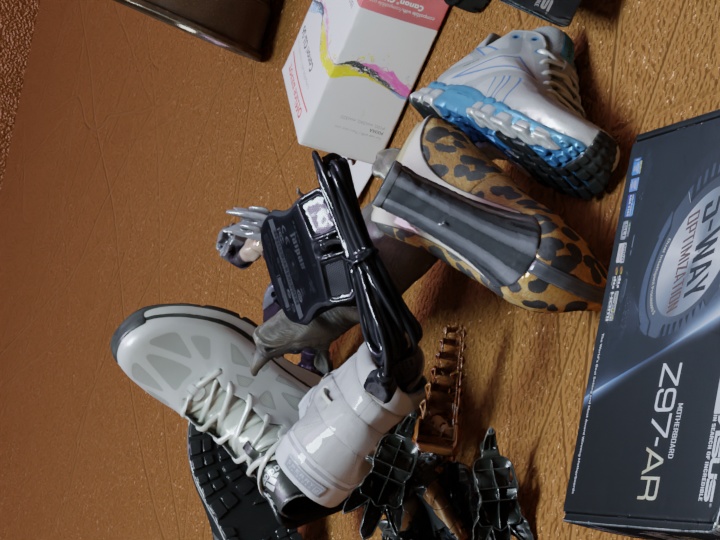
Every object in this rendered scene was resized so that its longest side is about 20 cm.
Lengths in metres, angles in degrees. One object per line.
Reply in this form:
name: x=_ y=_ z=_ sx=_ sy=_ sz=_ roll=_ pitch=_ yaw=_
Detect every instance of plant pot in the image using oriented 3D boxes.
plant pot: x=-0.145 y=-0.323 z=1.979 sx=0.199 sy=0.200 sz=0.200 roll=-67 pitch=19 yaw=3

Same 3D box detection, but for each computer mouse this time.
computer mouse: x=-0.004 y=0.012 z=1.256 sx=0.200 sy=0.046 sz=0.141 roll=135 pitch=117 yaw=-72

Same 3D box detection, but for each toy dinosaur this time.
toy dinosaur: x=0.034 y=0.135 z=1.243 sx=0.136 sy=0.102 sz=0.201 roll=110 pitch=148 yaw=-77

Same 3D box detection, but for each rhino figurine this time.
rhino figurine: x=0.000 y=0.000 z=1.377 sx=0.200 sy=0.087 sz=0.060 roll=-46 pitch=65 yaw=10

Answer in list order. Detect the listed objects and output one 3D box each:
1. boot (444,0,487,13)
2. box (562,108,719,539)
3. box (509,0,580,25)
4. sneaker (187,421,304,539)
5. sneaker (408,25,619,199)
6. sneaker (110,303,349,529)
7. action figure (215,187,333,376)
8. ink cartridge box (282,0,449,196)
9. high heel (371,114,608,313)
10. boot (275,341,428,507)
boot: x=0.011 y=-0.270 z=1.495 sx=0.211 sy=0.157 sz=0.080 roll=-102 pitch=31 yaw=-53
box: x=0.164 y=0.027 z=1.000 sx=0.160 sy=0.043 sz=0.201 roll=169 pitch=114 yaw=-71
box: x=0.110 y=-0.242 z=1.305 sx=0.161 sy=0.043 sz=0.200 roll=-65 pitch=19 yaw=7
sneaker: x=-0.086 y=0.178 z=1.521 sx=0.088 sy=0.075 sz=0.201 roll=124 pitch=135 yaw=-60
sneaker: x=0.101 y=-0.104 z=1.255 sx=0.087 sy=0.075 sz=0.200 roll=-49 pitch=29 yaw=-4
sneaker: x=-0.071 y=0.099 z=1.416 sx=0.076 sy=0.200 sz=0.116 roll=-51 pitch=30 yaw=21
action figure: x=-0.044 y=0.017 z=1.507 sx=0.069 sy=0.130 sz=0.201 roll=-52 pitch=-19 yaw=-46
ink cartridge box: x=-0.003 y=-0.163 z=1.602 sx=0.117 sy=0.067 sz=0.201 roll=-104 pitch=33 yaw=-55
high heel: x=0.080 y=-0.025 z=1.223 sx=0.072 sy=0.142 sz=0.200 roll=-62 pitch=0 yaw=12
boot: x=0.009 y=0.084 z=1.358 sx=0.096 sy=0.074 sz=0.200 roll=-47 pitch=2 yaw=11
